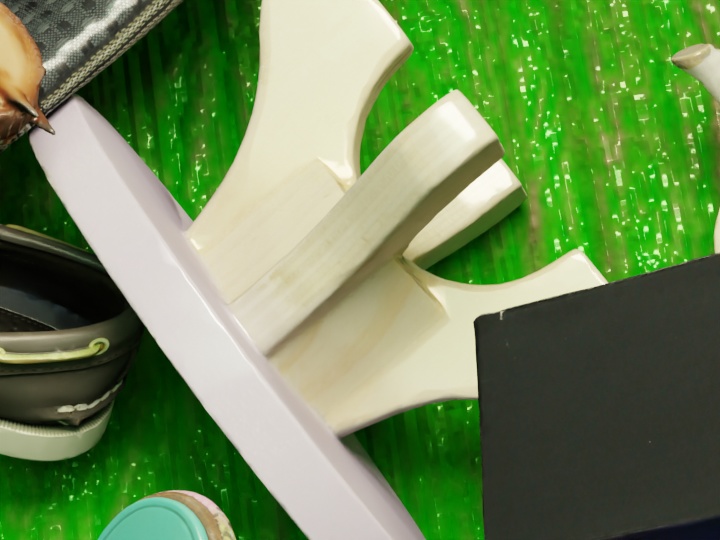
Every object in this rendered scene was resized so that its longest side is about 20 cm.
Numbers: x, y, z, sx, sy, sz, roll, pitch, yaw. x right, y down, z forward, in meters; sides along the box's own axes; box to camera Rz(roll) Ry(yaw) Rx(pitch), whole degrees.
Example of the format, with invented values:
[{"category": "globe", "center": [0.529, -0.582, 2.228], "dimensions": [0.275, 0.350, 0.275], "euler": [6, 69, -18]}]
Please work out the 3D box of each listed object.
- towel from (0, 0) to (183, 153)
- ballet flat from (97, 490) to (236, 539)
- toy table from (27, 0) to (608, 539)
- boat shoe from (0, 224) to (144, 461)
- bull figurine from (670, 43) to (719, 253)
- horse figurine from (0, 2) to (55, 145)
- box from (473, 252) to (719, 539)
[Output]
[{"category": "towel", "center": [-0.118, -0.107, 0.901], "dimensions": [0.193, 0.035, 0.200], "euler": [-43, 37, -11]}, {"category": "ballet flat", "center": [-0.061, 0.166, 0.765], "dimensions": [0.069, 0.071, 0.201], "euler": [-2, 70, 35]}, {"category": "toy table", "center": [0.000, 0.000, 0.833], "dimensions": [0.117, 0.184, 0.200], "euler": [-38, 94, 3]}, {"category": "boat shoe", "center": [-0.166, 0.002, 0.829], "dimensions": [0.201, 0.061, 0.072], "euler": [14, 41, -16]}, {"category": "bull figurine", "center": [0.172, -0.030, 0.875], "dimensions": [0.200, 0.065, 0.122], "euler": [-23, 101, -14]}, {"category": "horse figurine", "center": [-0.166, -0.087, 0.840], "dimensions": [0.132, 0.050, 0.200], "euler": [-23, 35, 8]}, {"category": "box", "center": [0.146, 0.058, 0.754], "dimensions": [0.141, 0.200, 0.079], "euler": [-19, 62, 33]}]
